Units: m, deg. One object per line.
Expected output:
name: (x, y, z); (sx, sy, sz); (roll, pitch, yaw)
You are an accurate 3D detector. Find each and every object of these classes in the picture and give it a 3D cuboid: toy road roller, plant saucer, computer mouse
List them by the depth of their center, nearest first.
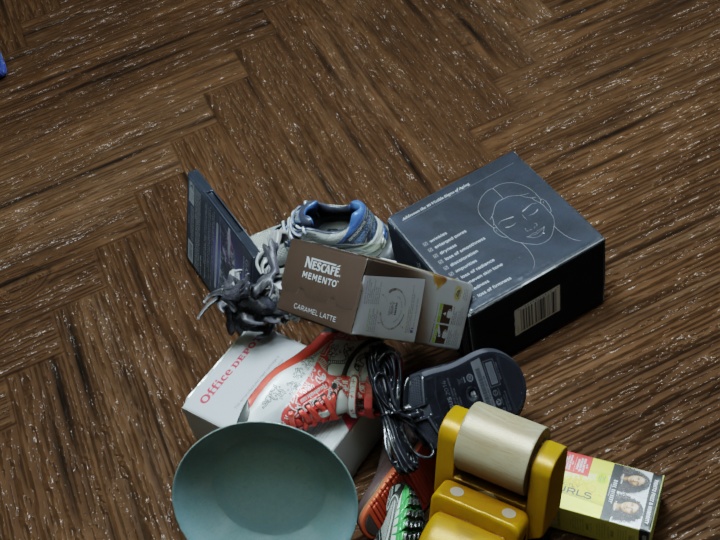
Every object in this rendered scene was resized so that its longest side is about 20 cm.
toy road roller: (0.118, 0.249, 1.059); (0.121, 0.203, 0.146); (17, 31, 25)
plant saucer: (-0.099, 0.237, 1.131); (0.197, 0.204, 0.039); (-6, 24, 6)
computer mouse: (0.093, 0.139, 1.166); (0.197, 0.053, 0.141); (-8, 76, -31)

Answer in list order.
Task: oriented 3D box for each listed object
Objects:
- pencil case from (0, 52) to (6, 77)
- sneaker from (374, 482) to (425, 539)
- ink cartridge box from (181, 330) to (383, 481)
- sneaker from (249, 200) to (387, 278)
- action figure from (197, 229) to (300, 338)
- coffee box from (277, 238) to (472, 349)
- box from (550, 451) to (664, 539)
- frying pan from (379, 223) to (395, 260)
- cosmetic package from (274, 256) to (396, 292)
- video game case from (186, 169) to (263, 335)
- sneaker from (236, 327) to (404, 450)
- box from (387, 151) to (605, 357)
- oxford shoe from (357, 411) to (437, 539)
pencil case: (-0.714, -0.341, 1.856); (0.198, 0.079, 0.087); (-25, 25, -9)
sneaker: (0.011, 0.310, 1.092); (0.084, 0.078, 0.202); (9, 62, 25)
ink cartridge box: (-0.084, 0.168, 1.251); (0.198, 0.086, 0.148); (21, 54, 30)
sneaker: (-0.070, -0.052, 1.354); (0.197, 0.086, 0.078); (-12, 53, 15)
action figure: (-0.096, 0.024, 1.269); (0.197, 0.120, 0.103); (4, 47, -20)
coffee box: (0.019, 0.028, 1.169); (0.113, 0.199, 0.081); (15, 92, 39)
box: (0.220, 0.236, 1.147); (0.197, 0.051, 0.076); (12, 51, 23)
frying pan: (-0.014, -0.004, 1.435); (0.113, 0.031, 0.191); (13, 50, 25)
cosmetic package: (-0.046, 0.011, 1.389); (0.197, 0.051, 0.083); (14, 68, 29)
video game case: (-0.182, -0.019, 1.405); (0.019, 0.145, 0.200); (-16, 44, -28)
sneaker: (-0.038, 0.139, 1.163); (0.107, 0.068, 0.201); (25, 51, 32)
box: (0.169, -0.015, 1.335); (0.198, 0.125, 0.197); (-27, 50, -12)
oxford shoe: (0.050, 0.217, 1.202); (0.072, 0.072, 0.200); (7, 42, 44)
